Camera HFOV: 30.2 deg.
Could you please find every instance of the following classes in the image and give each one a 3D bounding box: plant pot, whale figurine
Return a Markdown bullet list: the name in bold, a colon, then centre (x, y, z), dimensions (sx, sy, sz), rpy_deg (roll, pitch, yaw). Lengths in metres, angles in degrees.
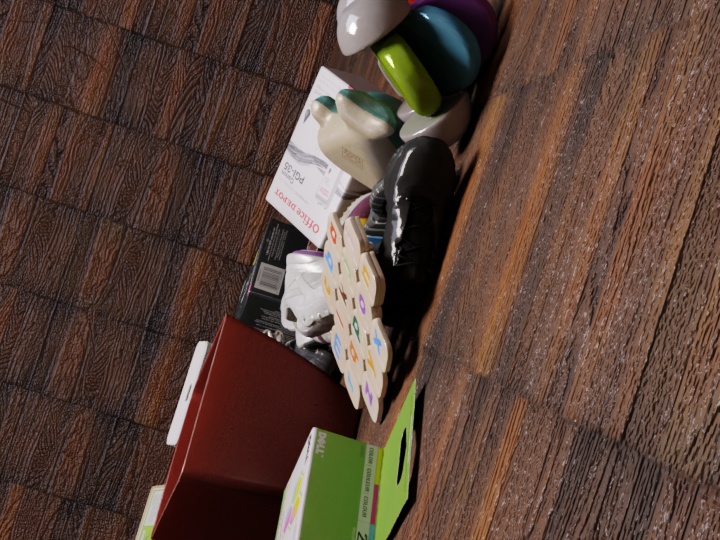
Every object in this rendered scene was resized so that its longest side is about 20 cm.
- **plant pot**: centre (-0.110, 0.201, 1.479), dimensions (0.200, 0.175, 0.201), rpy_deg (121, 165, -55)
- **whale figurine**: centre (0.019, -0.166, 1.538), dimensions (0.104, 0.159, 0.200), rpy_deg (-55, -11, -11)

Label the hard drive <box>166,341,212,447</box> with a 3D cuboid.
- **hard drive**: centre (-0.138, 0.186, 1.665), dimensions (0.027, 0.200, 0.133), rpy_deg (-5, 63, 49)

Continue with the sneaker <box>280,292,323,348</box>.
- **sneaker**: centre (-0.067, 0.039, 1.747), dimensions (0.200, 0.074, 0.088), rpy_deg (-147, 44, -74)

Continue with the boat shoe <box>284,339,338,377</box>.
- **boat shoe**: centre (-0.060, 0.110, 1.760), dimensions (0.066, 0.070, 0.200), rpy_deg (-54, 6, 3)

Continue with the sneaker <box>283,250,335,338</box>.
- **sneaker**: centre (-0.021, 0.033, 1.501), dimensions (0.200, 0.075, 0.100), rpy_deg (8, 85, 56)

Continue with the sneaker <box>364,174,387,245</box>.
- **sneaker**: centre (0.046, -0.089, 1.427), dimensions (0.200, 0.073, 0.082), rpy_deg (130, 157, -68)

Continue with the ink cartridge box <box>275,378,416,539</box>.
- **ink cartridge box**: centre (-0.017, 0.202, 1.203), dimensions (0.148, 0.075, 0.201), rpy_deg (-82, 11, -50)

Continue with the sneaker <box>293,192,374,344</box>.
- **sneaker**: centre (0.000, 0.000, 1.605), dimensions (0.090, 0.075, 0.201), rpy_deg (17, 76, 51)

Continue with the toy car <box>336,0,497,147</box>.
- **toy car**: centre (0.072, -0.235, 1.387), dimensions (0.150, 0.175, 0.200), rpy_deg (-32, 18, 11)

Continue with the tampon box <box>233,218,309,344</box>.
- **tampon box**: centre (-0.120, 0.049, 2.059), dimensions (0.200, 0.126, 0.150), rpy_deg (118, 168, -51)

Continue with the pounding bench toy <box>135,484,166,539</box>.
- **pounding bench toy**: centre (-0.180, 0.327, 1.710), dimensions (0.124, 0.156, 0.201), rpy_deg (-14, 51, 41)

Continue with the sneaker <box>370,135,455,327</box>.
- **sneaker**: centre (0.053, -0.034, 1.312), dimensions (0.091, 0.076, 0.201), rpy_deg (-101, 20, -61)

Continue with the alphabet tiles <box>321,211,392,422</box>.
- **alphabet tiles**: centre (-0.003, 0.046, 1.359), dimensions (0.201, 0.015, 0.196), rpy_deg (97, 157, -46)

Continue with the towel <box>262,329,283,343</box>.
- **towel**: centre (-0.133, 0.171, 1.820), dimensions (0.200, 0.034, 0.133), rpy_deg (120, 154, -65)

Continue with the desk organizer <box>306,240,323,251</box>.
- **desk organizer**: centre (-0.019, -0.070, 1.846), dimensions (0.077, 0.071, 0.201), rpy_deg (-141, 69, -79)

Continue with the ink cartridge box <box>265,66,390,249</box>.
- **ink cartridge box**: centre (-0.023, -0.140, 1.726), dimensions (0.146, 0.083, 0.201), rpy_deg (42, 114, 43)
